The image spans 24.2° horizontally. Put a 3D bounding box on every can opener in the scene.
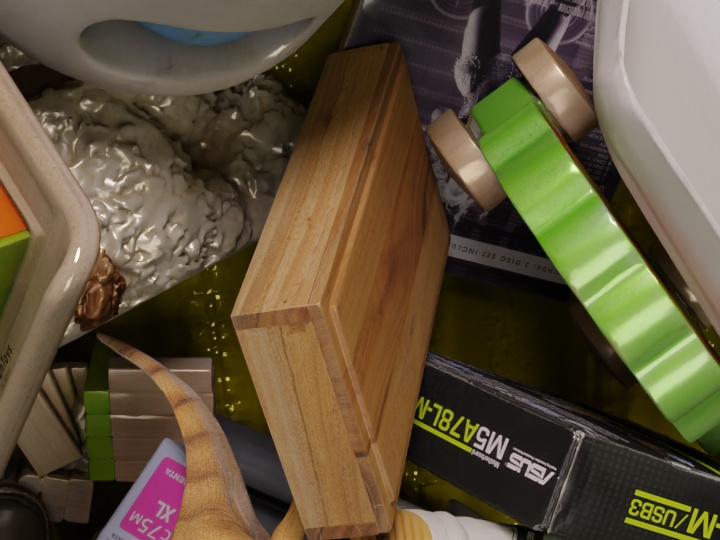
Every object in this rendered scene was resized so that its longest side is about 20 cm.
[{"bbox_3d":[-0.011,0.132,0.822,0.199,0.067,0.054,26,110,-21],"label":"can opener"}]

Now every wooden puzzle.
[{"bbox_3d":[-0.162,-0.027,0.582,0.037,0.201,0.185,-16,155,-34],"label":"wooden puzzle"}]

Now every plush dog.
[{"bbox_3d":[-0.132,-0.061,0.671,0.199,0.160,0.173,-27,92,4],"label":"plush dog"}]

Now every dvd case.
[{"bbox_3d":[0.063,-0.090,0.747,0.147,0.016,0.202,13,114,-17],"label":"dvd case"}]

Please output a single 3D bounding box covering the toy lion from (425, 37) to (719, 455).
[{"bbox_3d":[0.107,0.005,0.684,0.068,0.192,0.200,-36,122,8],"label":"toy lion"}]

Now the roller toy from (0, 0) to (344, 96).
[{"bbox_3d":[-0.069,-0.163,0.582,0.199,0.183,0.140,38,146,-10],"label":"roller toy"}]

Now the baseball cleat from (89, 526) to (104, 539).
[{"bbox_3d":[-0.117,0.198,0.849,0.106,0.070,0.201,29,119,6],"label":"baseball cleat"}]

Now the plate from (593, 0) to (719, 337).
[{"bbox_3d":[0.140,-0.050,0.670,0.032,0.201,0.201,-21,122,26],"label":"plate"}]

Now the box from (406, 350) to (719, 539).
[{"bbox_3d":[0.100,0.085,0.724,0.192,0.199,0.048,23,89,-32],"label":"box"}]

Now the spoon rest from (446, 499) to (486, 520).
[{"bbox_3d":[-0.003,0.199,0.794,0.099,0.061,0.201,34,109,-12],"label":"spoon rest"}]

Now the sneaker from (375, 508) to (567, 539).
[{"bbox_3d":[0.040,0.171,0.684,0.087,0.076,0.201,2,142,-7],"label":"sneaker"}]

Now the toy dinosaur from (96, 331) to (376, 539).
[{"bbox_3d":[-0.049,0.106,0.633,0.105,0.202,0.061,1,154,-8],"label":"toy dinosaur"}]

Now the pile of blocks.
[{"bbox_3d":[-0.152,0.077,0.770,0.198,0.062,0.083,-22,115,7],"label":"pile of blocks"}]

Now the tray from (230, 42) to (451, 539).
[{"bbox_3d":[0.000,0.000,0.658,0.037,0.201,0.099,-8,121,14],"label":"tray"}]

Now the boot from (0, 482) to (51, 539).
[{"bbox_3d":[-0.177,0.193,0.707,0.074,0.097,0.202,25,89,-21],"label":"boot"}]

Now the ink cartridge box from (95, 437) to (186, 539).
[{"bbox_3d":[-0.118,0.177,0.688,0.042,0.201,0.120,26,152,8],"label":"ink cartridge box"}]
